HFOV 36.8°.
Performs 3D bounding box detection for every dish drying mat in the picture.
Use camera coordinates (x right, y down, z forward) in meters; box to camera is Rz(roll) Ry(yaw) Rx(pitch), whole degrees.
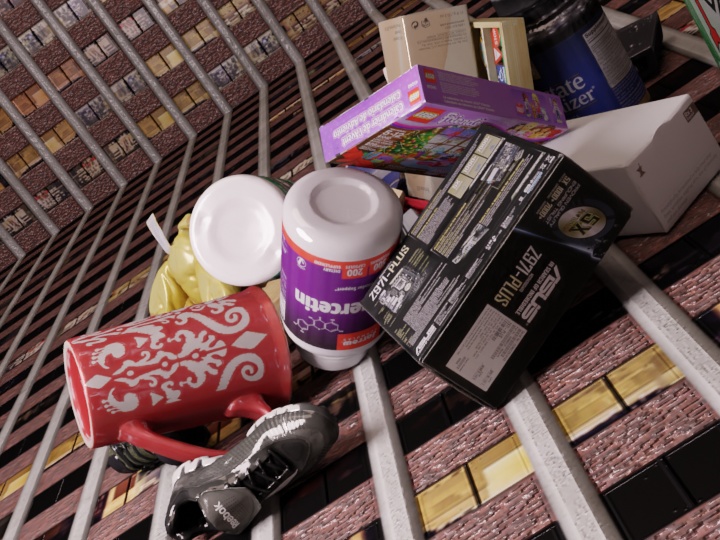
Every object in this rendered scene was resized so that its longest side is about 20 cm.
[{"bbox_3d":[0.101,-0.061,1.202,0.200,0.077,0.018,-158,83,-69],"label":"dish drying mat"}]

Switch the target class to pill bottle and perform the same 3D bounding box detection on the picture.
[{"bbox_3d":[-0.103,-0.045,1.169,0.113,0.113,0.200,-33,-2,9],"label":"pill bottle"},{"bbox_3d":[0.227,-0.234,1.181,0.112,0.200,0.112,-31,19,12],"label":"pill bottle"},{"bbox_3d":[-0.022,0.006,1.047,0.112,0.200,0.113,3,46,-3],"label":"pill bottle"}]

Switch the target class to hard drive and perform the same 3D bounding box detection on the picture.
[{"bbox_3d":[0.284,-0.244,1.355,0.199,0.042,0.135,-24,22,31],"label":"hard drive"}]

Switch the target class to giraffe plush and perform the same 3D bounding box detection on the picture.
[{"bbox_3d":[-0.173,0.008,1.414,0.162,0.201,0.172,-9,-16,-44],"label":"giraffe plush"}]

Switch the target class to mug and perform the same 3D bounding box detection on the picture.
[{"bbox_3d":[-0.175,0.107,1.063,0.199,0.134,0.177,-12,25,-24],"label":"mug"}]

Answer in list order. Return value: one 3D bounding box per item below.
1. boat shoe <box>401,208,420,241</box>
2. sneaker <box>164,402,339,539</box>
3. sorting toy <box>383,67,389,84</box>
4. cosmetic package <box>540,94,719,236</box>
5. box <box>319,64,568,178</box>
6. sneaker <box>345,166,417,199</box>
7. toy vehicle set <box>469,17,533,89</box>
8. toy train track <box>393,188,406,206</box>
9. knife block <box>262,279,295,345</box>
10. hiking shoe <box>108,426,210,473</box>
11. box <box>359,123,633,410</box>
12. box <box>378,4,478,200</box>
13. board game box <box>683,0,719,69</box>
[{"bbox_3d":[0.059,-0.012,1.142,0.071,0.072,0.200,-48,9,9],"label":"boat shoe"},{"bbox_3d":[-0.100,0.188,0.957,0.200,0.067,0.091,-31,21,26],"label":"sneaker"},{"bbox_3d":[0.113,-0.186,1.301,0.200,0.180,0.107,-15,27,48],"label":"sorting toy"},{"bbox_3d":[0.228,-0.092,1.029,0.113,0.081,0.200,-44,21,-23],"label":"cosmetic package"},{"bbox_3d":[0.080,-0.133,1.020,0.199,0.039,0.137,2,-20,-42],"label":"box"},{"bbox_3d":[0.035,-0.116,1.376,0.080,0.115,0.200,-40,21,7],"label":"sneaker"},{"bbox_3d":[0.152,-0.171,1.171,0.026,0.201,0.124,-15,15,-15],"label":"toy vehicle set"},{"bbox_3d":[0.000,0.000,1.214,0.114,0.033,0.201,19,74,32],"label":"toy train track"},{"bbox_3d":[-0.070,0.042,1.254,0.199,0.064,0.176,-22,24,35],"label":"knife block"},{"bbox_3d":[-0.227,0.190,1.187,0.101,0.076,0.200,-55,19,-3],"label":"hiking shoe"},{"bbox_3d":[0.108,-0.008,0.918,0.200,0.086,0.164,-56,23,2],"label":"box"},{"bbox_3d":[0.084,-0.183,1.194,0.077,0.201,0.095,-13,10,-14],"label":"box"},{"bbox_3d":[0.373,-0.268,1.007,0.134,0.200,0.029,-32,21,11],"label":"board game box"}]
